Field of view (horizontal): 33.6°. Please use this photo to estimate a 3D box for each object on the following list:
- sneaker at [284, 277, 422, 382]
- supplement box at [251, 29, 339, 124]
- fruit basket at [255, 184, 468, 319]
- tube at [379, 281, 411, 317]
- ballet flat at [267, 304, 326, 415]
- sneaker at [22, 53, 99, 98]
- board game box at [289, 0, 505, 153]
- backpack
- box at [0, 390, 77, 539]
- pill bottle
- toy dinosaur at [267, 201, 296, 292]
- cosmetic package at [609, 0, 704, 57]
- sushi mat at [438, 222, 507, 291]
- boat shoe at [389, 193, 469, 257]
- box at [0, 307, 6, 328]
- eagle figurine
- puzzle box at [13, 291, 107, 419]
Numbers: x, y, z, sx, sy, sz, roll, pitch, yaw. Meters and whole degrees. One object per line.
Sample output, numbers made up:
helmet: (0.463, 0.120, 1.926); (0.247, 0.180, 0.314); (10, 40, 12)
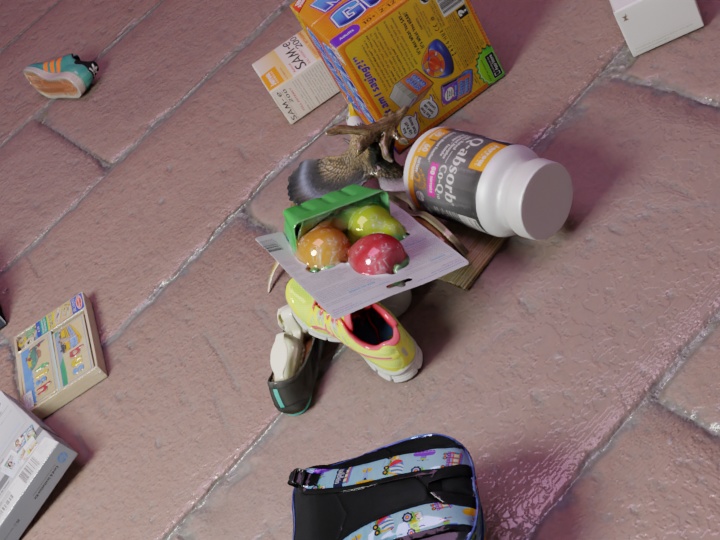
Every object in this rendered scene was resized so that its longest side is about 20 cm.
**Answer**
sneaker: (-0.012, 0.051, 1.419); (0.199, 0.090, 0.078); (29, 74, 26)
supplement box: (-0.066, -0.344, 1.951); (0.199, 0.074, 0.126); (-35, 36, 1)
fruit basket: (-0.001, -0.017, 1.411); (0.184, 0.094, 0.200); (-22, 43, -23)
tube: (0.000, 0.000, 1.552); (0.058, 0.052, 0.200); (3, 21, -26)
ballet flat: (-0.075, 0.086, 1.495); (0.068, 0.069, 0.201); (-17, 40, 25)
sneaker: (-0.607, -0.400, 2.429); (0.199, 0.072, 0.080); (15, 54, 39)
board game box: (0.053, -0.339, 1.750); (0.199, 0.200, 0.200); (-36, 37, -3)
backpack: (0.037, 0.261, 1.166); (0.199, 0.135, 0.183); (-23, 38, 16)
box: (-0.481, 0.267, 1.609); (0.199, 0.041, 0.156); (23, 75, 47)
pill bottle: (0.156, -0.106, 1.469); (0.199, 0.117, 0.117); (21, 63, 47)
toy dinosaur: (-0.070, -0.063, 1.663); (0.199, 0.058, 0.101); (-34, 38, 1)
cosmetic package: (0.394, -0.399, 1.654); (0.107, 0.085, 0.201); (-21, 40, 18)
sushi mat: (0.157, -0.060, 1.525); (0.095, 0.012, 0.200); (17, 60, 47)
boat shoe: (0.067, -0.035, 1.508); (0.068, 0.072, 0.200); (-46, 26, -6)
box: (-0.698, 0.078, 1.944); (0.199, 0.107, 0.149); (-36, 38, -3)
eagle figurine: (0.001, -0.152, 1.615); (0.200, 0.151, 0.152); (130, 158, -59)
puzzle box: (-0.448, 0.127, 1.769); (0.133, 0.025, 0.200); (-33, 37, 2)
